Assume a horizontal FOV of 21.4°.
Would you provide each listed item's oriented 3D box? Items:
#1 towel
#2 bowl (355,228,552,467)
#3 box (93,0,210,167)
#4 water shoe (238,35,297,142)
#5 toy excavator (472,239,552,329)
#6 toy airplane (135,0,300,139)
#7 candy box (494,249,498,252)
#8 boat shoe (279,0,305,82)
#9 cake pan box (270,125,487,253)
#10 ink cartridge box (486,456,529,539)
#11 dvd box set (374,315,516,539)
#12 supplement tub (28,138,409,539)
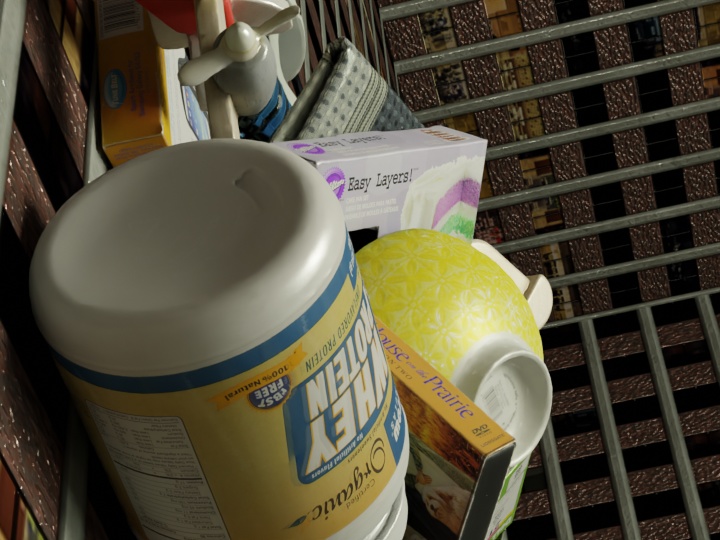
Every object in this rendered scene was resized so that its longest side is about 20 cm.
[{"bbox_3d":[-0.018,-0.032,1.323,0.193,0.035,0.200,43,70,-53],"label":"towel"},{"bbox_3d":[0.060,0.078,1.248,0.200,0.108,0.201,-14,110,-42],"label":"bowl"},{"bbox_3d":[-0.112,-0.068,1.146,0.200,0.041,0.119,73,7,-57],"label":"box"},{"bbox_3d":[-0.091,-0.122,1.403,0.079,0.071,0.200,-54,140,-44],"label":"water shoe"},{"bbox_3d":[0.048,-0.003,1.521,0.100,0.200,0.195,-9,-70,58],"label":"toy excavator"},{"bbox_3d":[-0.079,-0.169,0.984,0.200,0.141,0.199,65,20,-17],"label":"toy airplane"},{"bbox_3d":[0.027,0.001,1.619,0.056,0.200,0.117,-52,-154,32],"label":"candy box"},{"bbox_3d":[-0.092,-0.236,1.507,0.064,0.071,0.200,-94,168,-47],"label":"boat shoe"},{"bbox_3d":[0.000,0.000,1.290,0.200,0.052,0.185,-10,111,-51],"label":"cake pan box"},{"bbox_3d":[0.039,0.181,1.483,0.076,0.148,0.200,-43,154,-40],"label":"ink cartridge box"},{"bbox_3d":[0.001,0.098,1.140,0.200,0.029,0.147,42,-46,31],"label":"dvd box set"},{"bbox_3d":[-0.058,0.055,0.890,0.145,0.144,0.200,-95,170,-51],"label":"supplement tub"}]
